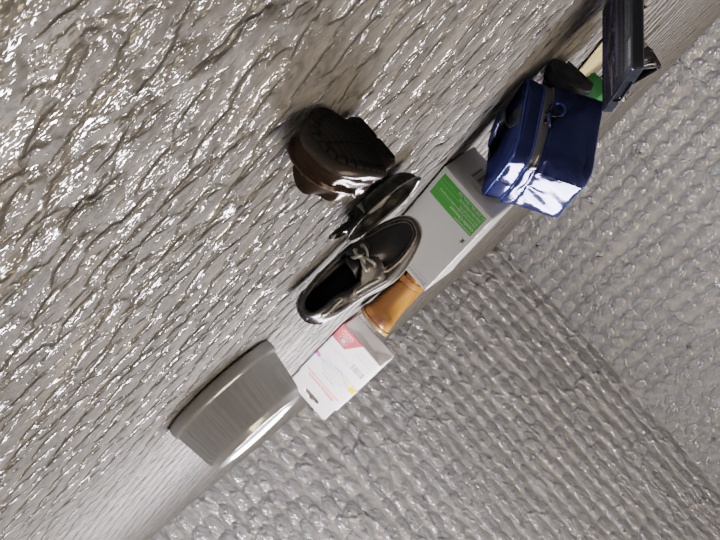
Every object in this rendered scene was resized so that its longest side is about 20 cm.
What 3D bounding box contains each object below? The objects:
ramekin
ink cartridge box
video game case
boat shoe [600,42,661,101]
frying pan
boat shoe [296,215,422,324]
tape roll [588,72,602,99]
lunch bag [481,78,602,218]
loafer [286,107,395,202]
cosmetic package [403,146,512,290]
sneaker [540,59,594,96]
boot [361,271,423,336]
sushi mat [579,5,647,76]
[{"bbox_3d":[-0.179,0.205,1.940,0.202,0.094,0.202,-42,174,-5],"label":"ramekin"},{"bbox_3d":[-0.041,0.200,2.672,0.200,0.117,0.067,-45,173,32],"label":"ink cartridge box"},{"bbox_3d":[0.333,-0.297,1.671,0.019,0.144,0.200,1,172,1],"label":"video game case"},{"bbox_3d":[0.500,-0.360,2.525,0.200,0.063,0.073,-41,174,-16],"label":"boat shoe"},{"bbox_3d":[0.000,-0.062,1.547,0.190,0.031,0.115,-34,169,-37],"label":"frying pan"},{"bbox_3d":[0.000,0.000,1.724,0.199,0.073,0.063,-38,175,1],"label":"boat shoe"},{"bbox_3d":[0.349,-0.264,2.298,0.200,0.048,0.200,-42,173,-6],"label":"tape roll"},{"bbox_3d":[0.240,-0.169,1.790,0.200,0.131,0.137,115,-11,-69],"label":"lunch bag"},{"bbox_3d":[-0.020,-0.082,1.080,0.071,0.073,0.200,-43,173,12],"label":"loafer"},{"bbox_3d":[0.131,-0.075,1.943,0.085,0.108,0.200,-36,170,-44],"label":"cosmetic package"},{"bbox_3d":[0.283,-0.250,1.869,0.082,0.070,0.200,-47,171,17],"label":"sneaker"},{"bbox_3d":[0.083,0.043,2.614,0.155,0.074,0.200,-43,-174,18],"label":"boot"},{"bbox_3d":[0.392,-0.354,2.122,0.096,0.012,0.200,-41,173,-26],"label":"sushi mat"}]
